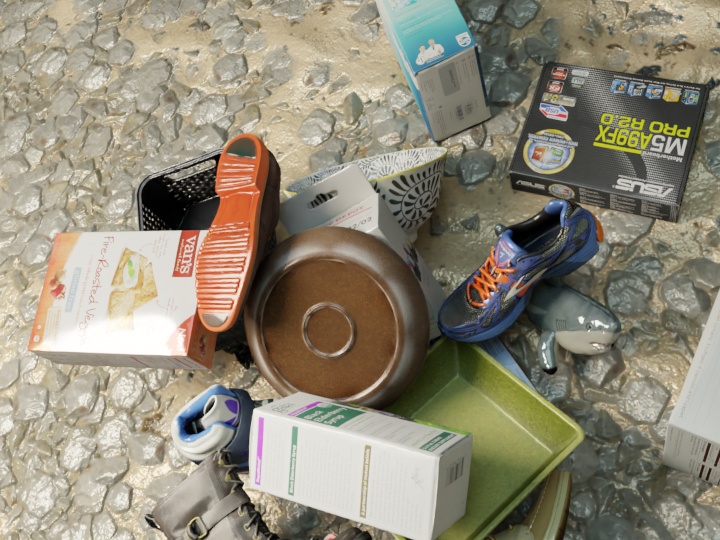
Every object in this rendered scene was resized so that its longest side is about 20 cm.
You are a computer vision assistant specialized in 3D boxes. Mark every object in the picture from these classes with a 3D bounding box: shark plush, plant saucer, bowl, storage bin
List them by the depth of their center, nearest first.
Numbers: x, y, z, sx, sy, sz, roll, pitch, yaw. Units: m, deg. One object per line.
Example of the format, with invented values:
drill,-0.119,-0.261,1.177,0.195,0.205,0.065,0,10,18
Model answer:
plant saucer,0.091,0.183,0.875,0.199,0.048,0.199,-39,45,-13
plant saucer,-0.029,0.058,0.882,0.196,0.032,0.204,2,101,13
shark plush,0.215,0.016,0.949,0.089,0.084,0.202,-10,48,-10
storage bin,-0.172,-0.021,1.006,0.133,0.094,0.203,-17,65,12
bowl,0.015,-0.074,1.022,0.197,0.201,0.096,-11,105,12

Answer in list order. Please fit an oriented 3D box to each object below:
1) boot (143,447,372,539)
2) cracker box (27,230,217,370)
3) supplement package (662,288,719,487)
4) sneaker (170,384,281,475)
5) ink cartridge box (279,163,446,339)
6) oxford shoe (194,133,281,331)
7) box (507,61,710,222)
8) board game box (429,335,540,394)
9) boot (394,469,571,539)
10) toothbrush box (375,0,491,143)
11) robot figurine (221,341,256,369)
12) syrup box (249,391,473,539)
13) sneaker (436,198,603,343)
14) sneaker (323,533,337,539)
boot,-0.105,0.252,0.857,0.198,0.069,0.175,-32,65,0
cracker box,-0.243,0.030,0.926,0.196,0.058,0.136,0,69,19
supplement package,0.409,0.115,0.806,0.197,0.147,0.193,20,72,25
sneaker,-0.103,0.166,0.936,0.197,0.147,0.082,-13,62,11
ink cartridge box,0.000,0.000,0.938,0.114,0.201,0.068,-26,31,18
oxford shoe,-0.113,-0.032,0.887,0.070,0.072,0.204,3,74,30
box,0.291,-0.155,1.026,0.197,0.044,0.162,15,70,22
board game box,0.130,0.130,0.956,0.102,0.019,0.201,-33,61,-1
boot,0.115,0.271,0.867,0.153,0.073,0.202,19,75,25
toothbrush box,0.083,-0.289,1.093,0.084,0.147,0.202,-23,60,4
robot figurine,-0.130,0.037,1.055,0.198,0.058,0.146,27,76,26
syrup box,-0.003,0.176,0.811,0.197,0.078,0.083,10,99,30
sneaker,0.153,-0.006,0.900,0.200,0.078,0.076,-42,49,7
sneaker,-0.071,0.315,0.900,0.197,0.071,0.114,12,73,13
